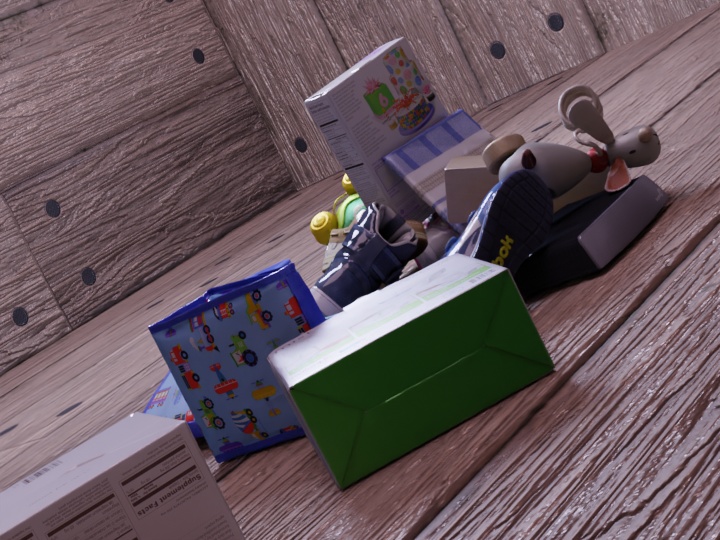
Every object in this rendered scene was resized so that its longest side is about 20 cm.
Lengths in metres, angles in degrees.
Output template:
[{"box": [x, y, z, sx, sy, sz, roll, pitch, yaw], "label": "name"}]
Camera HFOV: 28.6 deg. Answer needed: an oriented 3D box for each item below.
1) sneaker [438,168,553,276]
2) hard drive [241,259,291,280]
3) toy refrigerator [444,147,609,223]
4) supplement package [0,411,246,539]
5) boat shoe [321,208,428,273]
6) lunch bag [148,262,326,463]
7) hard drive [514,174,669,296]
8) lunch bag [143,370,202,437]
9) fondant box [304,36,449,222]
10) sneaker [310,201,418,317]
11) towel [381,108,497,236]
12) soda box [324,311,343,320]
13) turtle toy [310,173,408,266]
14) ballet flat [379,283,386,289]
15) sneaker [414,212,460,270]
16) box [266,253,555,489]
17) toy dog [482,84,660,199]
[{"box": [0.118, -0.016, 1.364, 0.082, 0.074, 0.201, -19, 33, 58], "label": "sneaker"}, {"box": [-0.208, 0.043, 2.460, 0.131, 0.026, 0.200, -24, 9, 26], "label": "hard drive"}, {"box": [0.198, -0.093, 1.587, 0.197, 0.071, 0.076, -2, 15, 12], "label": "toy refrigerator"}, {"box": [-0.214, 0.210, 1.088, 0.199, 0.112, 0.155, -30, 9, -21], "label": "supplement package"}, {"box": [0.013, -0.040, 1.701, 0.073, 0.067, 0.199, 9, -15, -32], "label": "boat shoe"}, {"box": [-0.086, 0.082, 1.326, 0.199, 0.152, 0.094, -19, 11, 48], "label": "lunch bag"}, {"box": [0.225, -0.036, 1.440, 0.134, 0.043, 0.200, -21, 10, 38], "label": "hard drive"}, {"box": [-0.158, 0.123, 1.554, 0.150, 0.095, 0.200, -16, 23, 48], "label": "lunch bag"}, {"box": [0.042, -0.164, 1.745, 0.144, 0.201, 0.058, -39, 16, -30], "label": "fondant box"}, {"box": [0.001, 0.001, 1.609, 0.147, 0.077, 0.202, -53, 0, -5], "label": "sneaker"}, {"box": [0.141, -0.101, 1.690, 0.146, 0.200, 0.024, -33, -26, -29], "label": "towel"}, {"box": [-0.028, 0.081, 1.403, 0.064, 0.069, 0.199, -12, -5, -44], "label": "soda box"}, {"box": [0.034, -0.062, 1.851, 0.101, 0.146, 0.201, 20, 67, 45], "label": "turtle toy"}, {"box": [-0.026, 0.049, 1.745, 0.199, 0.067, 0.063, -23, 37, 51], "label": "ballet flat"}, {"box": [0.127, -0.050, 1.763, 0.087, 0.082, 0.200, -23, 17, 22], "label": "sneaker"}, {"box": [0.034, 0.074, 1.172, 0.198, 0.098, 0.176, -28, 8, -7], "label": "box"}, {"box": [0.220, -0.122, 1.464, 0.199, 0.132, 0.096, -39, -13, -17], "label": "toy dog"}]
